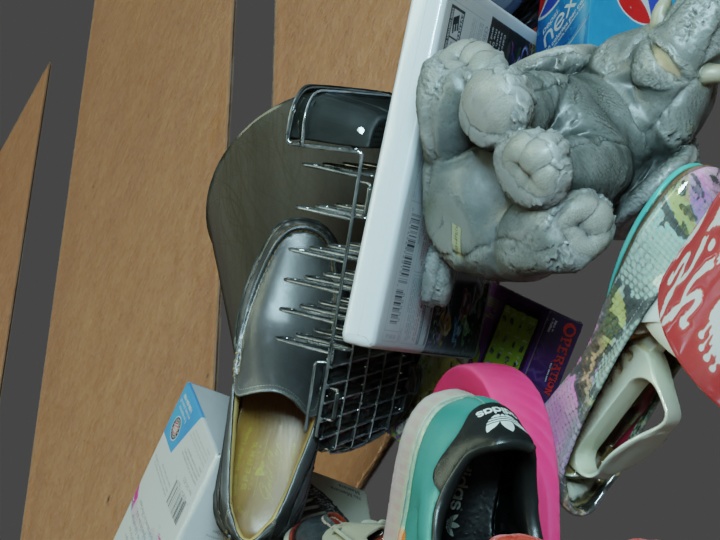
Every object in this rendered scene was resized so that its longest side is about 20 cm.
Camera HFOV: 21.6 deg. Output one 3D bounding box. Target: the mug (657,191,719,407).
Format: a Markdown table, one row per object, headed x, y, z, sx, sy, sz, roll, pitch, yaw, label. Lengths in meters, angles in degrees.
| x | y | z | sx | sy | sz | roll | pitch | yaw | label |
| --- | --- | --- | --- | --- | --- | --- | --- | --- | --- |
| 0.231 | -0.034 | 0.776 | 0.134 | 0.176 | 0.201 | 52 | 132 | 24 | mug |

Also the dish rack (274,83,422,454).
| x | y | z | sx | sy | sz | roll | pitch | yaw | label |
| --- | --- | --- | --- | --- | --- | --- | --- | --- | --- |
| 0.000 | 0.000 | 1.073 | 0.153 | 0.054 | 0.202 | -7 | -73 | -66 | dish rack |

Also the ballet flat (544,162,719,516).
| x | y | z | sx | sy | sz | roll | pitch | yaw | label |
| --- | --- | --- | --- | --- | --- | --- | --- | --- | --- |
| 0.147 | 0.044 | 0.959 | 0.201 | 0.069 | 0.071 | -63 | 39 | 27 | ballet flat |

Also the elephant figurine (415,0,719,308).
| x | y | z | sx | sy | sz | roll | pitch | yaw | label |
| --- | --- | --- | --- | --- | --- | --- | --- | --- | --- |
| 0.133 | -0.075 | 0.992 | 0.154 | 0.199 | 0.143 | 8 | 119 | 53 | elephant figurine |

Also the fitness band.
| x | y | z | sx | sy | sz | roll | pitch | yaw | label |
| --- | --- | --- | --- | --- | --- | --- | --- | --- | --- |
| 0.068 | 0.150 | 1.003 | 0.143 | 0.037 | 0.202 | 168 | 101 | -72 | fitness band |

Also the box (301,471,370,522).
| x | y | z | sx | sy | sz | roll | pitch | yaw | label |
| --- | --- | --- | --- | --- | --- | --- | --- | --- | --- |
| -0.032 | 0.218 | 1.210 | 0.069 | 0.082 | 0.201 | -57 | 25 | 27 | box |

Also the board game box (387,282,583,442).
| x | y | z | sx | sy | sz | roll | pitch | yaw | label |
| --- | --- | --- | --- | --- | --- | --- | --- | --- | --- |
| 0.068 | 0.066 | 1.177 | 0.121 | 0.032 | 0.200 | -64 | 20 | 1 | board game box |

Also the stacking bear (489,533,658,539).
| x | y | z | sx | sy | sz | roll | pitch | yaw | label |
| --- | --- | --- | --- | --- | --- | --- | --- | --- | --- |
| 0.087 | 0.235 | 0.863 | 0.114 | 0.120 | 0.201 | 57 | 133 | 50 | stacking bear |

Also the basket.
| x | y | z | sx | sy | sz | roll | pitch | yaw | label |
| --- | --- | --- | --- | --- | --- | --- | --- | --- | --- |
| -0.028 | 0.008 | 1.265 | 0.181 | 0.135 | 0.201 | -57 | 27 | 33 | basket |

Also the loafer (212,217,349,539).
| x | y | z | sx | sy | sz | roll | pitch | yaw | label |
| --- | --- | --- | --- | --- | --- | --- | --- | --- | --- |
| -0.044 | 0.069 | 1.119 | 0.072 | 0.072 | 0.202 | -160 | 77 | -88 | loafer |

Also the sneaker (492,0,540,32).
| x | y | z | sx | sy | sz | roll | pitch | yaw | label |
| --- | --- | --- | --- | --- | --- | --- | --- | --- | --- |
| 0.102 | -0.182 | 1.207 | 0.070 | 0.082 | 0.200 | -37 | 15 | 19 | sneaker |

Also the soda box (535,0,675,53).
| x | y | z | sx | sy | sz | roll | pitch | yaw | label |
| --- | --- | --- | --- | --- | --- | --- | --- | --- | --- |
| 0.151 | -0.175 | 1.135 | 0.064 | 0.067 | 0.202 | -42 | 34 | 52 | soda box |

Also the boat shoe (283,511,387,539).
| x | y | z | sx | sy | sz | roll | pitch | yaw | label |
| --- | --- | --- | --- | --- | --- | --- | --- | --- | --- |
| 0.006 | 0.171 | 1.043 | 0.063 | 0.071 | 0.200 | -46 | 14 | 1 | boat shoe |

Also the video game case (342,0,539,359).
| x | y | z | sx | sy | sz | roll | pitch | yaw | label |
| --- | --- | --- | --- | --- | --- | --- | --- | --- | --- |
| 0.049 | -0.053 | 1.066 | 0.182 | 0.023 | 0.202 | 12 | -90 | -68 | video game case |

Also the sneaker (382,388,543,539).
| x | y | z | sx | sy | sz | roll | pitch | yaw | label |
| --- | --- | --- | --- | --- | --- | --- | --- | --- | --- |
| 0.046 | 0.161 | 0.901 | 0.080 | 0.071 | 0.202 | -164 | 78 | -69 | sneaker |

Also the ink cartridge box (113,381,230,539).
| x | y | z | sx | sy | sz | roll | pitch | yaw | label |
| --- | --- | --- | --- | --- | --- | --- | --- | --- | --- |
| -0.116 | 0.191 | 1.236 | 0.201 | 0.067 | 0.115 | -64 | 22 | 12 | ink cartridge box |
